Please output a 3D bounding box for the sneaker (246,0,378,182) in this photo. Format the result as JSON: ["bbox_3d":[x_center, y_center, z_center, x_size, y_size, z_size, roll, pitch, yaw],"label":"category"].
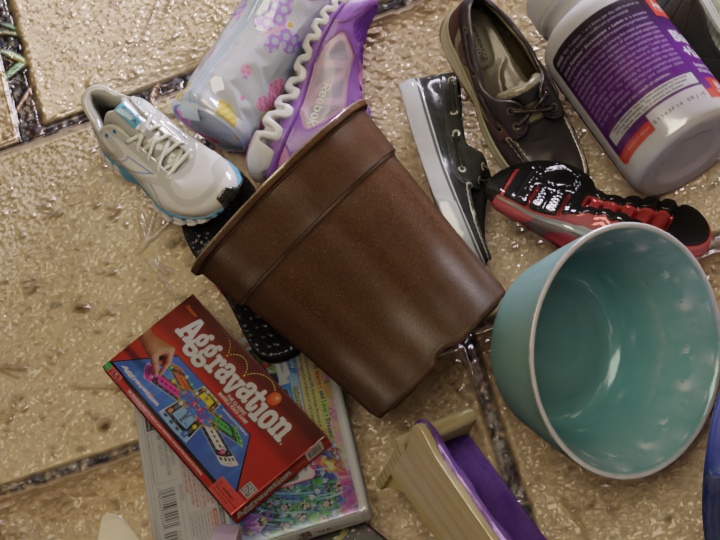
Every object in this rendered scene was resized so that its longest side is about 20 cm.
[{"bbox_3d":[-0.023,-0.156,1.609,0.088,0.081,0.201,24,80,12],"label":"sneaker"}]

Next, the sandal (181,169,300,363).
[{"bbox_3d":[-0.101,-0.002,1.577,0.075,0.045,0.201,-25,67,-1],"label":"sandal"}]

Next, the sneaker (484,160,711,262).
[{"bbox_3d":[0.192,-0.025,1.505,0.199,0.087,0.074,21,40,22],"label":"sneaker"}]

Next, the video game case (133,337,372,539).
[{"bbox_3d":[-0.096,0.146,1.508,0.181,0.024,0.201,-17,54,4],"label":"video game case"}]

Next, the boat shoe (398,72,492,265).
[{"bbox_3d":[0.084,-0.090,1.562,0.056,0.069,0.201,-18,64,4],"label":"boat shoe"}]

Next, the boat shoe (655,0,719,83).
[{"bbox_3d":[0.318,-0.196,1.560,0.065,0.075,0.202,-16,57,-36],"label":"boat shoe"}]

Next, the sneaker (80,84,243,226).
[{"bbox_3d":[-0.186,-0.108,1.583,0.200,0.087,0.075,30,72,39],"label":"sneaker"}]

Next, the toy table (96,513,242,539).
[{"bbox_3d":[-0.160,0.287,1.377,0.116,0.184,0.201,7,51,2],"label":"toy table"}]

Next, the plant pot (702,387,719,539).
[{"bbox_3d":[0.365,0.113,1.357,0.199,0.200,0.181,3,63,14],"label":"plant pot"}]

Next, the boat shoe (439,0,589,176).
[{"bbox_3d":[0.136,-0.149,1.553,0.072,0.065,0.201,-27,83,-11],"label":"boat shoe"}]

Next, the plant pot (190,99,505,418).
[{"bbox_3d":[0.000,0.000,1.467,0.198,0.200,0.200,45,82,0],"label":"plant pot"}]

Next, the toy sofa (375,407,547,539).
[{"bbox_3d":[0.107,0.203,1.410,0.083,0.098,0.200,-18,60,-35],"label":"toy sofa"}]

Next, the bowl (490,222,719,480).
[{"bbox_3d":[0.182,0.062,1.431,0.105,0.200,0.202,2,62,56],"label":"bowl"}]

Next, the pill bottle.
[{"bbox_3d":[0.228,-0.173,1.540,0.111,0.111,0.200,-31,66,-2],"label":"pill bottle"}]

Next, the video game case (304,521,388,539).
[{"bbox_3d":[-0.021,0.310,1.440,0.181,0.036,0.200,35,79,22],"label":"video game case"}]

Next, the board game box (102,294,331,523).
[{"bbox_3d":[-0.124,0.113,1.512,0.103,0.019,0.200,-38,55,-12],"label":"board game box"}]

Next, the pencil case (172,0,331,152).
[{"bbox_3d":[-0.091,-0.205,1.631,0.083,0.091,0.201,25,76,19],"label":"pencil case"}]
